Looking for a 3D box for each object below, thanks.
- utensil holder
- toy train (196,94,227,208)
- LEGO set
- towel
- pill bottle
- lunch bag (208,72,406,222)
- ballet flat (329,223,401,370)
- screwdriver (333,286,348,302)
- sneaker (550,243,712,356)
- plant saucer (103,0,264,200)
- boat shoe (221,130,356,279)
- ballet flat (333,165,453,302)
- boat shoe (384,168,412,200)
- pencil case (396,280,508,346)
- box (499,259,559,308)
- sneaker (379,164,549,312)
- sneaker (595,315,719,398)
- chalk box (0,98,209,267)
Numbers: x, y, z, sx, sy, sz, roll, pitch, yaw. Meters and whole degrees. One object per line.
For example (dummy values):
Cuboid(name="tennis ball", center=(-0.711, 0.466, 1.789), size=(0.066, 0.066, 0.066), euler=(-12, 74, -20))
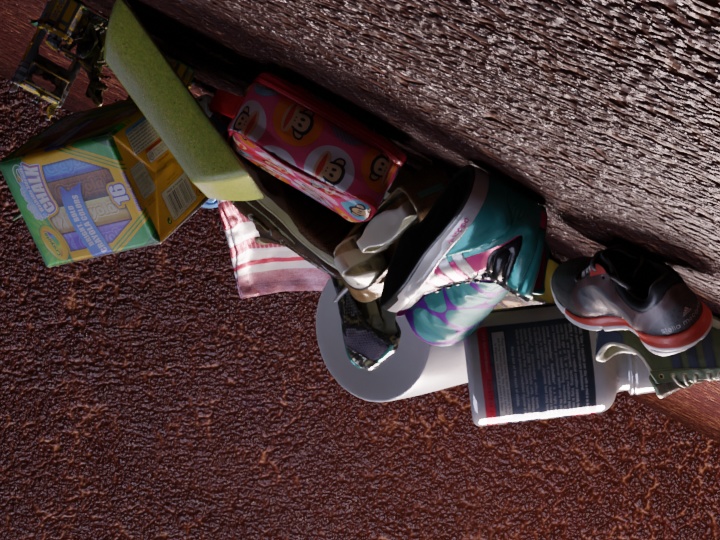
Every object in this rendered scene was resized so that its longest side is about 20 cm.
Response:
Cuboid(name="utensil holder", center=(0.070, 0.055, 1.857), size=(0.169, 0.172, 0.199), euler=(25, -160, 31))
Cuboid(name="toy train", center=(-0.148, -0.126, 1.889), size=(0.200, 0.114, 0.087), euler=(38, -153, -35))
Cuboid(name="LEGO set", center=(-0.281, -0.199, 1.750), size=(0.199, 0.117, 0.153), euler=(29, 177, -30))
Cuboid(name="towel", center=(-0.076, -0.038, 1.810), size=(0.142, 0.023, 0.201), euler=(-5, 143, 2))
Cuboid(name="pill bottle", center=(0.209, 0.093, 1.731), size=(0.197, 0.121, 0.120), euler=(-7, 174, 4))
Cuboid(name="lunch bag", center=(-0.056, -0.115, 1.495), size=(0.175, 0.083, 0.200), euler=(28, 178, -7))
Cuboid(name="ballet flat", center=(0.000, 0.000, 1.697), size=(0.072, 0.071, 0.202), euler=(31, -143, -60))
Cuboid(name="screwdriver", center=(0.027, -0.023, 1.597), size=(0.028, 0.200, 0.029), euler=(44, -146, -1))
Cuboid(name="sneaker", center=(0.222, 0.005, 1.410), size=(0.082, 0.077, 0.199), euler=(58, 162, -25))
Cuboid(name="plant saucer", center=(-0.172, -0.145, 1.550), size=(0.201, 0.048, 0.200), euler=(55, 179, 3))
Cuboid(name="boat shoe", center=(-0.076, -0.055, 1.685), size=(0.202, 0.075, 0.074), euler=(46, -141, 20))
Cuboid(name="ballet flat", center=(0.018, -0.026, 1.537), size=(0.072, 0.200, 0.068), euler=(-22, -104, -41))
Cuboid(name="boat shoe", center=(-0.038, -0.099, 1.644), size=(0.200, 0.063, 0.074), euler=(28, -146, -10))
Cuboid(name="pencil case", center=(0.099, 0.006, 1.613), size=(0.091, 0.086, 0.200), euler=(-3, 159, -14))
Cuboid(name="box", center=(0.157, 0.001, 1.761), size=(0.075, 0.051, 0.199), euler=(-5, 154, 45))
Cuboid(name="sneaker", center=(0.103, -0.009, 1.442), size=(0.120, 0.084, 0.200), euler=(22, 146, -14))
Cuboid(name="sneaker", center=(0.310, 0.084, 1.557), size=(0.199, 0.091, 0.067), euler=(26, 176, 29))
Cuboid(name="chalk box", center=(-0.274, -0.091, 1.691), size=(0.198, 0.125, 0.125), euler=(-9, 114, 31))
